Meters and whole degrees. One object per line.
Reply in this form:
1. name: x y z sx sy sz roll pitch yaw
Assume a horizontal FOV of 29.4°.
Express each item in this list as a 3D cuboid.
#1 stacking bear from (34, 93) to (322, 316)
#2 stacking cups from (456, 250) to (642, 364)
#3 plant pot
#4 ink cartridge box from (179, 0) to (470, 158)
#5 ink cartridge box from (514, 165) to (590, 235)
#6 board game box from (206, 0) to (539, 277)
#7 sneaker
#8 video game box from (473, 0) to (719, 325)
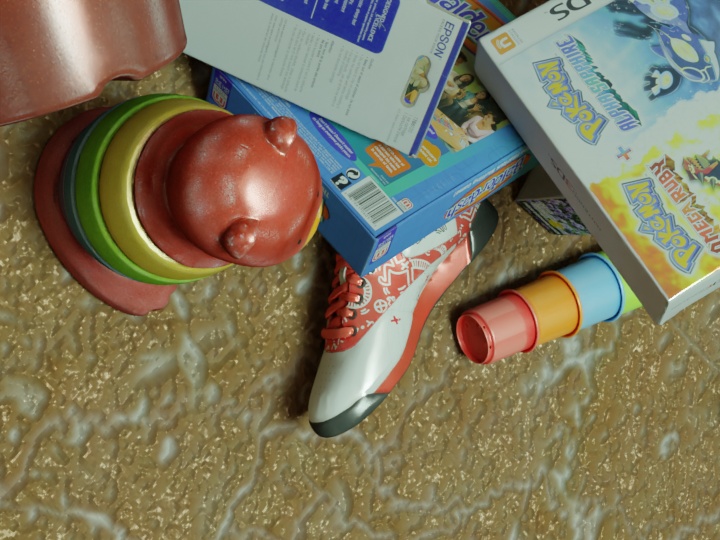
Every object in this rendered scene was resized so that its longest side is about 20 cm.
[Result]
1. stacking bear: -0.091 -0.042 0.738 0.114 0.200 0.122 33 74 -29
2. stacking cups: 0.160 0.022 0.988 0.200 0.060 0.061 -23 104 -28
3. plant pot: -0.185 -0.185 0.690 0.200 0.201 0.196 -27 115 -29
4. ink cartridge box: -0.039 -0.149 0.776 0.200 0.100 0.039 26 39 3
5. ink cartridge box: 0.203 -0.080 0.926 0.050 0.200 0.109 39 72 -27
6. board game box: 0.028 -0.104 0.854 0.200 0.045 0.152 -32 70 -30
7. sneaker: 0.000 0.000 0.880 0.108 0.067 0.202 45 66 -23
8. video game box: 0.195 -0.097 0.812 0.182 0.047 0.200 -31 70 -7
